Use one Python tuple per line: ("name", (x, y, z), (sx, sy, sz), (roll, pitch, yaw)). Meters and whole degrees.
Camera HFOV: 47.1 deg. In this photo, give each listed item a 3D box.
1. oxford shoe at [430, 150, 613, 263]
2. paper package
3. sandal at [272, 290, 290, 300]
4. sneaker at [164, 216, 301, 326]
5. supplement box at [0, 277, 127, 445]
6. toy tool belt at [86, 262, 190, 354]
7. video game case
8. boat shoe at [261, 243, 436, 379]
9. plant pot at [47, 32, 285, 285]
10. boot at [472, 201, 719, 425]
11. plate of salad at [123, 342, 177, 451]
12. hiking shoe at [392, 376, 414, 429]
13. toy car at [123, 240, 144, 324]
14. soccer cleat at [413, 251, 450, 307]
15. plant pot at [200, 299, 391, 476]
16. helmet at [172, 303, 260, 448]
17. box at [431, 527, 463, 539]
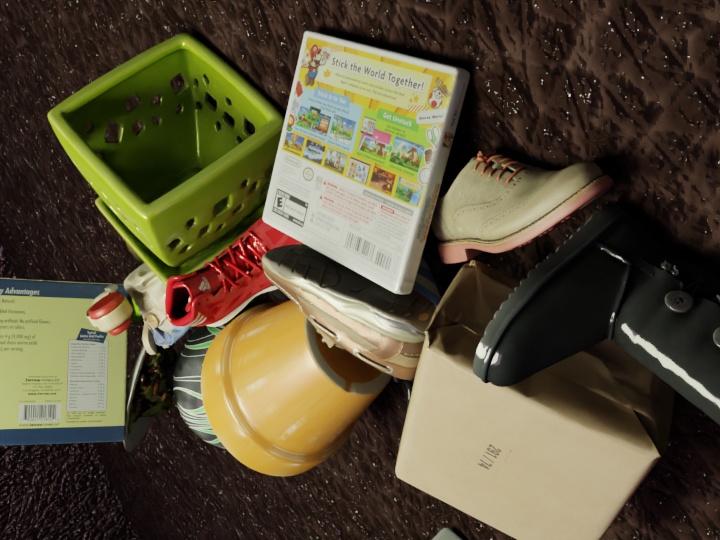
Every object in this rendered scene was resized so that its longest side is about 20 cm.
("oxford shoe", (0.108, -0.057, 0.637), (0.199, 0.070, 0.076), (-19, 97, 60))
("paper package", (0.135, 0.121, 0.673), (0.187, 0.104, 0.203), (25, 141, 14))
("sandal", (-0.082, -0.004, 1.005), (0.076, 0.045, 0.199), (59, 151, -3))
("sneaker", (-0.137, 0.003, 0.917), (0.200, 0.115, 0.079), (-45, 82, 18))
("supplement box", (-0.417, 0.123, 1.089), (0.133, 0.195, 0.206), (-18, 71, 60))
("toy tool belt", (-0.232, 0.044, 1.043), (0.123, 0.200, 0.125), (-4, 122, 48))
("video game case", (-0.004, -0.102, 0.726), (0.198, 0.023, 0.187), (28, 108, 43))
("boat shoe", (-0.019, 0.035, 0.736), (0.198, 0.075, 0.074), (29, 123, 39))
("plant pot", (-0.208, -0.114, 0.956), (0.199, 0.198, 0.183), (42, 154, 24))
("boot", (0.193, 0.063, 0.528), (0.199, 0.165, 0.066), (40, 166, 28))
("plate of salad", (-0.286, 0.157, 1.166), (0.047, 0.203, 0.202), (16, 144, 0))
("hiking shoe", (0.089, 0.161, 0.836), (0.203, 0.100, 0.075), (61, 151, -5))
("toy car", (-0.286, -0.048, 1.187), (0.157, 0.161, 0.205), (-25, 84, 61))
("soccer cleat", (0.015, -0.031, 0.774), (0.203, 0.085, 0.070), (63, 173, -8))
("plant pot", (-0.057, 0.112, 0.952), (0.183, 0.199, 0.202), (-37, 86, 45))
("helmet", (-0.161, 0.151, 1.148), (0.190, 0.196, 0.204), (35, 148, 64))
("box", (0.111, 0.479, 1.003), (0.198, 0.198, 0.174), (34, 145, 34))
